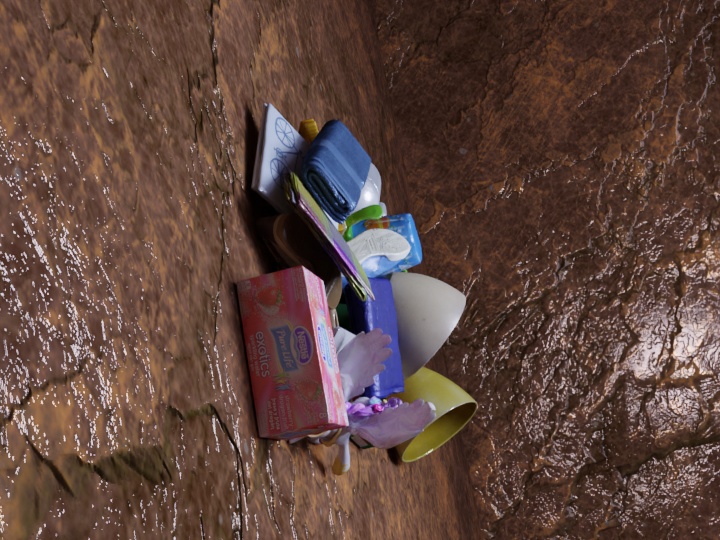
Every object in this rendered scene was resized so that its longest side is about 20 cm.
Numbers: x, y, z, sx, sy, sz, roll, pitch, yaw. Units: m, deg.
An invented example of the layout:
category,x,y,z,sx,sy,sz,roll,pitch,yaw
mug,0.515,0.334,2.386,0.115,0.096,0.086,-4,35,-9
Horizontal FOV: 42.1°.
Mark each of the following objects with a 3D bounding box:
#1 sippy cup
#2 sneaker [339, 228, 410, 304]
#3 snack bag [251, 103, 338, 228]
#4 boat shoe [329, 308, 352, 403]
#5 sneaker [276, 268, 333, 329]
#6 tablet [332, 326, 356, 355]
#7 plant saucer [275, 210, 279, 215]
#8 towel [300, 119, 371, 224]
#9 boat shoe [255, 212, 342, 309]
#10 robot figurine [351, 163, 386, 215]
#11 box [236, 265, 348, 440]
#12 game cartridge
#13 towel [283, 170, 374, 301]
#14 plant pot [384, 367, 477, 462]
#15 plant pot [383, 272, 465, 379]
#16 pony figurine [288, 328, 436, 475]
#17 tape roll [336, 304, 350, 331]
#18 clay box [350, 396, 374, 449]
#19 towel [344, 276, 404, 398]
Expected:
category,x,y,z,sx,sy,sz,roll,pitch,yaw
sippy cup,0.045,-0.046,1.767,0.178,0.129,0.141,17,60,-79
sneaker,-0.001,-0.001,1.651,0.077,0.112,0.199,43,40,22
snack bag,-0.093,-0.137,1.449,0.200,0.021,0.190,42,36,-40
boat shoe,-0.039,0.151,1.494,0.072,0.064,0.202,-86,160,-59
sneaker,-0.078,0.067,1.371,0.200,0.069,0.091,56,25,-61
tablet,-0.044,0.150,1.379,0.131,0.014,0.200,-57,163,-2
plant saucer,-0.106,-0.099,1.530,0.200,0.035,0.203,-13,90,-81
towel,-0.041,-0.160,1.476,0.112,0.048,0.201,52,26,-18
boat shoe,-0.092,-0.013,1.391,0.200,0.071,0.073,53,49,-46
robot figurine,-0.016,-0.159,1.893,0.169,0.113,0.200,32,23,-12
box,-0.087,0.107,1.195,0.103,0.094,0.202,42,36,-71
game cartridge,-0.073,-0.149,1.636,0.176,0.032,0.202,131,-58,-79
towel,-0.050,-0.052,1.366,0.201,0.023,0.144,53,6,-23
plant pot,0.129,0.290,1.996,0.142,0.199,0.200,52,-1,26
plant pot,0.078,0.082,1.717,0.134,0.201,0.201,38,19,-9
pony figurine,-0.001,0.205,1.329,0.167,0.192,0.200,55,-2,26
tape roll,-0.027,0.030,1.778,0.200,0.048,0.203,-14,90,-80
clay box,-0.004,0.206,1.673,0.115,0.047,0.202,58,20,-62
towel,0.023,0.114,1.572,0.147,0.049,0.203,9,74,-69
